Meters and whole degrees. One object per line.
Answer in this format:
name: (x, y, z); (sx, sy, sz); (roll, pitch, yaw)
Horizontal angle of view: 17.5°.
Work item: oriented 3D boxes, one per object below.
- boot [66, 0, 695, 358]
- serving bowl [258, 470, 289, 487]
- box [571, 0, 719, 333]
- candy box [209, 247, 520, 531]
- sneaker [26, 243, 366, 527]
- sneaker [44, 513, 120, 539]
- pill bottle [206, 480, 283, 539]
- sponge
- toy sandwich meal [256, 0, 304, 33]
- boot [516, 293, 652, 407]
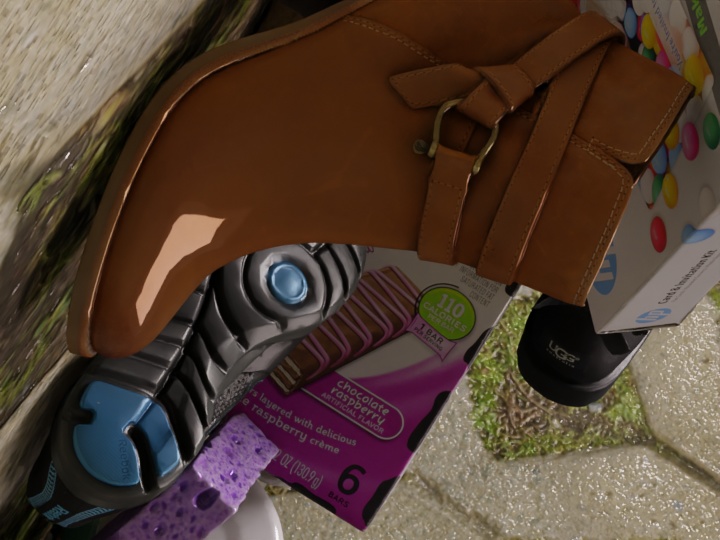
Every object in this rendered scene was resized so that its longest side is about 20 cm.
boot: (0.007, -0.026, 0.778); (0.200, 0.154, 0.074); (-58, 176, -9)
serving bowl: (0.003, 0.022, 1.226); (0.200, 0.066, 0.201); (-164, -90, -70)
box: (0.118, -0.087, 0.841); (0.200, 0.041, 0.157); (122, -41, -63)
candy box: (0.000, 0.000, 1.086); (0.200, 0.136, 0.061); (-59, 178, 9)
sneaker: (-0.073, 0.029, 0.989); (0.200, 0.073, 0.082); (-46, -177, -37)
sneaker: (-0.147, 0.164, 1.139); (0.071, 0.080, 0.201); (38, 65, -64)
pill bottle: (-0.111, 0.177, 1.281); (0.114, 0.113, 0.200); (-56, 176, -26)
sponge: (-0.125, 0.145, 1.035); (0.200, 0.030, 0.112); (-42, -178, 11)
toy sandwich meal: (0.019, -0.108, 0.931); (0.206, 0.070, 0.205); (-57, 177, -5)
boot: (0.142, -0.040, 1.079); (0.199, 0.073, 0.163); (-57, 173, -31)
